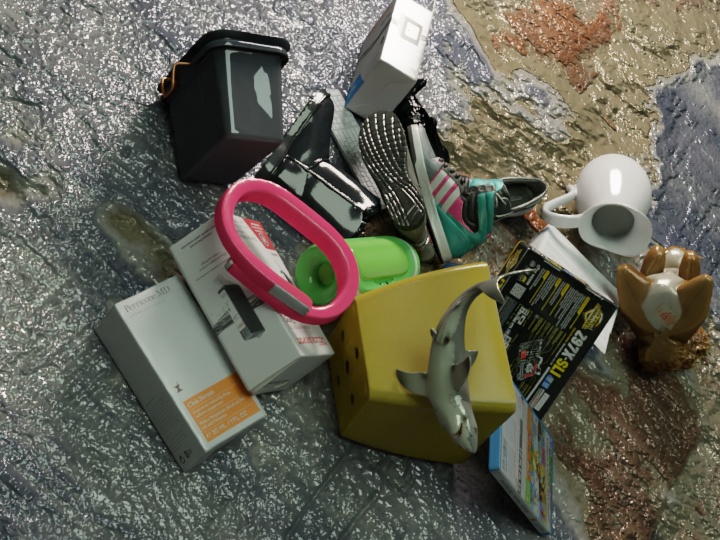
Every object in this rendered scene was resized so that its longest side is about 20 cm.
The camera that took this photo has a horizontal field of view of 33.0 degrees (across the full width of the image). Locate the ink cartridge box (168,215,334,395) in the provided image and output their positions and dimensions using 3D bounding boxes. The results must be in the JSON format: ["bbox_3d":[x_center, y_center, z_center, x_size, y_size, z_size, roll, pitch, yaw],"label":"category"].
[{"bbox_3d":[-0.128,0.041,1.476,0.202,0.083,0.144,60,11,10],"label":"ink cartridge box"}]

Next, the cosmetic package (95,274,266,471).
[{"bbox_3d":[-0.210,0.119,1.425,0.101,0.071,0.201,-28,80,-41],"label":"cosmetic package"}]

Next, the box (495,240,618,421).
[{"bbox_3d":[0.232,0.086,1.670,0.159,0.201,0.049,30,8,-15],"label":"box"}]

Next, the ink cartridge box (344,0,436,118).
[{"bbox_3d":[0.047,-0.331,1.834,0.066,0.116,0.202,27,48,-15],"label":"ink cartridge box"}]

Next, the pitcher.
[{"bbox_3d":[0.372,-0.109,1.911,0.169,0.123,0.201,11,30,6],"label":"pitcher"}]

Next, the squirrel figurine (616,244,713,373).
[{"bbox_3d":[0.478,0.057,1.895,0.187,0.139,0.203,-45,132,-67],"label":"squirrel figurine"}]

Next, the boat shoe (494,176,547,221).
[{"bbox_3d":[0.198,-0.111,1.833,0.198,0.071,0.073,-17,74,-36],"label":"boat shoe"}]

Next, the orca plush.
[{"bbox_3d":[0.104,-0.213,1.832,0.104,0.071,0.202,16,56,-25],"label":"orca plush"}]

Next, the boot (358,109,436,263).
[{"bbox_3d":[0.052,-0.114,1.719,0.067,0.131,0.202,-18,64,3],"label":"boot"}]

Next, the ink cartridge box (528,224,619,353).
[{"bbox_3d":[0.306,0.033,1.801,0.162,0.057,0.200,44,34,-4],"label":"ink cartridge box"}]

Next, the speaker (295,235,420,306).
[{"bbox_3d":[0.000,0.000,1.593,0.199,0.088,0.089,-6,65,-58],"label":"speaker"}]

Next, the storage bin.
[{"bbox_3d":[-0.180,-0.202,1.565,0.144,0.199,0.136,3,71,-32],"label":"storage bin"}]

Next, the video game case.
[{"bbox_3d":[0.213,0.241,1.599,0.200,0.018,0.145,52,36,-45],"label":"video game case"}]

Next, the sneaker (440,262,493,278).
[{"bbox_3d":[0.192,0.062,1.726,0.198,0.075,0.089,29,90,8],"label":"sneaker"}]

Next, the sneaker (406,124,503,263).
[{"bbox_3d":[0.142,-0.123,1.741,0.119,0.084,0.203,-17,92,-1],"label":"sneaker"}]

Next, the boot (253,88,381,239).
[{"bbox_3d":[-0.041,-0.135,1.684,0.167,0.076,0.201,36,55,-7],"label":"boot"}]

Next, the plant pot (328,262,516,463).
[{"bbox_3d":[0.063,0.120,1.538,0.174,0.200,0.203,1,62,-19],"label":"plant pot"}]

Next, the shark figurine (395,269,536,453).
[{"bbox_3d":[0.122,0.085,1.409,0.127,0.217,0.089,25,18,39],"label":"shark figurine"}]

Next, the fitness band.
[{"bbox_3d":[-0.087,-0.022,1.427,0.199,0.037,0.144,39,41,-13],"label":"fitness band"}]

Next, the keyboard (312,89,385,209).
[{"bbox_3d":[-0.006,-0.178,1.779,0.056,0.011,0.202,-18,75,-39],"label":"keyboard"}]
